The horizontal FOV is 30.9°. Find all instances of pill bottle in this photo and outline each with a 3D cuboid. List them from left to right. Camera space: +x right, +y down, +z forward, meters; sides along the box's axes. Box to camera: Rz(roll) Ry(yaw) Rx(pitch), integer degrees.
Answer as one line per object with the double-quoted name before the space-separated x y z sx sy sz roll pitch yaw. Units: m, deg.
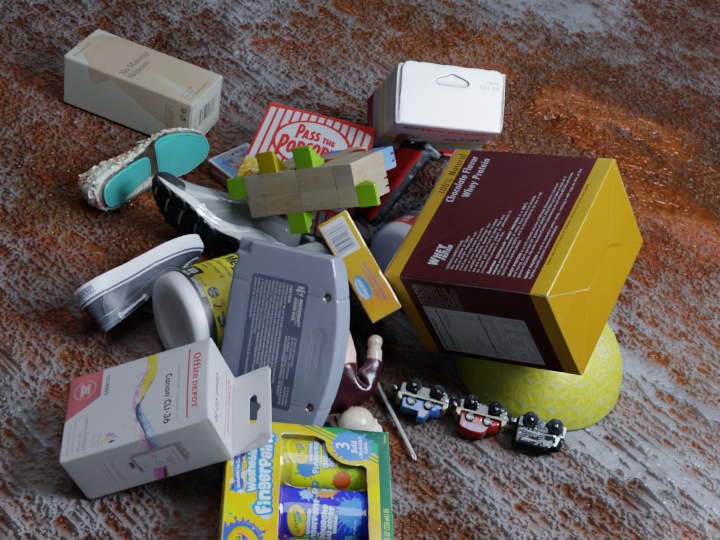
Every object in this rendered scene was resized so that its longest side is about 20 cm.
"pill bottle" -0.124 0.033 1.475 0.200 0.113 0.112 -18 48 -31
"pill bottle" 0.117 -0.038 1.614 0.116 0.116 0.200 37 46 27

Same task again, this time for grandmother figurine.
"grandmother figurine" -0.030 0.108 1.398 0.121 0.061 0.200 -24 81 7

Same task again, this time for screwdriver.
"screwdriver" 0.023 0.132 1.461 0.028 0.029 0.200 -8 43 -22

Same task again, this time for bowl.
"bowl" 0.217 0.077 1.511 0.200 0.108 0.200 7 40 -6

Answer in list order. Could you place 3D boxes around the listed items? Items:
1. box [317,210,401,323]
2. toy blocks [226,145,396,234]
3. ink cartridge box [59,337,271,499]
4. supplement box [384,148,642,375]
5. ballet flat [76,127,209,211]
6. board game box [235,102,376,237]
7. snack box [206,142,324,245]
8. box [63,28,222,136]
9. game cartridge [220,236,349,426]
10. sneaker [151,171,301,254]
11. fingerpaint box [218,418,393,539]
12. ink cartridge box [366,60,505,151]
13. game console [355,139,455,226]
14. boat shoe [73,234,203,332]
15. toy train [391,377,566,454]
"box" 0.000 0.000 1.455 0.041 0.200 0.119 -30 87 -2
"toy blocks" -0.037 -0.110 1.547 0.200 0.100 0.137 -4 14 32
"ink cartridge box" -0.192 0.142 1.304 0.200 0.068 0.117 -17 40 9
"supplement box" 0.170 -0.014 1.427 0.200 0.133 0.197 7 53 35
"ballet flat" -0.283 -0.139 1.673 0.064 0.076 0.200 19 34 33
"board game box" -0.073 -0.130 1.689 0.151 0.046 0.200 14 41 2
"snack box" -0.109 -0.099 1.700 0.200 0.024 0.072 38 48 27
"box" -0.299 -0.249 1.788 0.200 0.078 0.095 21 42 11
"game cartridge" -0.080 0.075 1.368 0.133 0.200 0.041 14 9 25
"sneaker" -0.163 -0.066 1.590 0.200 0.074 0.079 29 59 -2
"fingerpaint box" -0.055 0.245 1.275 0.166 0.073 0.200 6 40 -6
"ink cartridge box" 0.096 -0.209 1.744 0.145 0.200 0.084 4 83 -10
"game console" 0.093 -0.103 1.630 0.119 0.172 0.200 37 2 -8
"boat shoe" -0.242 0.016 1.507 0.068 0.072 0.200 57 34 0
"toy train" 0.128 0.165 1.444 0.200 0.034 0.046 16 70 4
